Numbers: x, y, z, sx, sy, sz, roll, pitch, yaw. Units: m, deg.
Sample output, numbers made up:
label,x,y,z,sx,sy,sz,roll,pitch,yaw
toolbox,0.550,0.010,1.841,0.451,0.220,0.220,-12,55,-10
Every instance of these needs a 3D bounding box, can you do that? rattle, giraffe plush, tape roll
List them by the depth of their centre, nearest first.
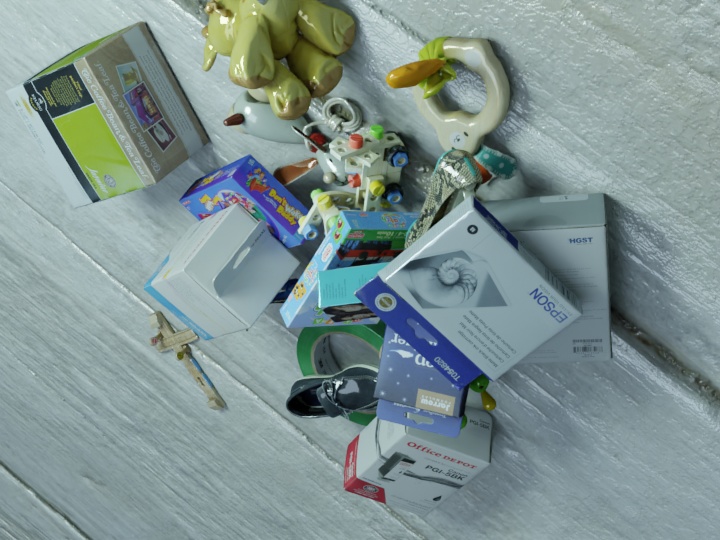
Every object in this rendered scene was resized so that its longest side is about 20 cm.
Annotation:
label,x,y,z,sx,sy,sz,roll,pitch,yaw
rattle,0.112,-0.167,1.474,0.130,0.143,0.200,-1,117,15
giraffe plush,-0.130,-0.296,1.554,0.162,0.173,0.200,12,142,56
tape roll,0.000,0.140,1.848,0.200,0.048,0.201,19,132,23

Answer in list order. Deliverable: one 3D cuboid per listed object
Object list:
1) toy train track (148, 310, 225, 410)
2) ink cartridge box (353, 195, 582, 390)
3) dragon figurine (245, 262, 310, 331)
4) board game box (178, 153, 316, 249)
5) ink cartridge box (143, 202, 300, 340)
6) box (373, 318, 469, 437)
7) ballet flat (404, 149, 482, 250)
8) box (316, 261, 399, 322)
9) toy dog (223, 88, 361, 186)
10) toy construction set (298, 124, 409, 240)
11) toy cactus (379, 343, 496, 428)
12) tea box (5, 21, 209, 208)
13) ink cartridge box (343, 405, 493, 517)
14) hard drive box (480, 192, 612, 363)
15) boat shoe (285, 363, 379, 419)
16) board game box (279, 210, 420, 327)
label,x,y,z,sx,sy,sz,roll,pitch,yaw
toy train track,-0.298,0.159,2.090,0.115,0.033,0.200,-20,109,43
ink cartridge box,0.126,0.040,1.481,0.200,0.041,0.200,41,115,-18
dragon figurine,-0.073,0.031,1.754,0.059,0.200,0.099,69,169,-22
board game box,-0.160,-0.083,1.739,0.134,0.045,0.200,44,155,-17
ink cartridge box,-0.190,0.004,1.724,0.125,0.129,0.200,43,156,-16
box,0.087,0.113,1.617,0.121,0.032,0.200,12,100,17
ballet flat,0.104,-0.060,1.529,0.075,0.068,0.200,60,149,30
box,0.052,0.022,1.556,0.200,0.049,0.082,-7,162,12
toy dog,-0.103,-0.179,1.647,0.200,0.096,0.132,24,134,20
toy construction set,-0.006,-0.116,1.594,0.200,0.131,0.092,107,147,-53
toy cactus,0.107,0.123,1.710,0.165,0.102,0.200,13,136,30
tea box,-0.362,-0.220,1.778,0.197,0.134,0.200,-9,116,41
ink cartridge box,0.083,0.270,1.822,0.147,0.083,0.200,21,139,-17
hard drive box,0.228,0.013,1.527,0.156,0.077,0.200,-2,123,10
boat shoe,-0.030,0.184,1.825,0.200,0.062,0.075,-11,113,39
board game box,0.000,0.000,1.647,0.200,0.151,0.037,-56,48,40
